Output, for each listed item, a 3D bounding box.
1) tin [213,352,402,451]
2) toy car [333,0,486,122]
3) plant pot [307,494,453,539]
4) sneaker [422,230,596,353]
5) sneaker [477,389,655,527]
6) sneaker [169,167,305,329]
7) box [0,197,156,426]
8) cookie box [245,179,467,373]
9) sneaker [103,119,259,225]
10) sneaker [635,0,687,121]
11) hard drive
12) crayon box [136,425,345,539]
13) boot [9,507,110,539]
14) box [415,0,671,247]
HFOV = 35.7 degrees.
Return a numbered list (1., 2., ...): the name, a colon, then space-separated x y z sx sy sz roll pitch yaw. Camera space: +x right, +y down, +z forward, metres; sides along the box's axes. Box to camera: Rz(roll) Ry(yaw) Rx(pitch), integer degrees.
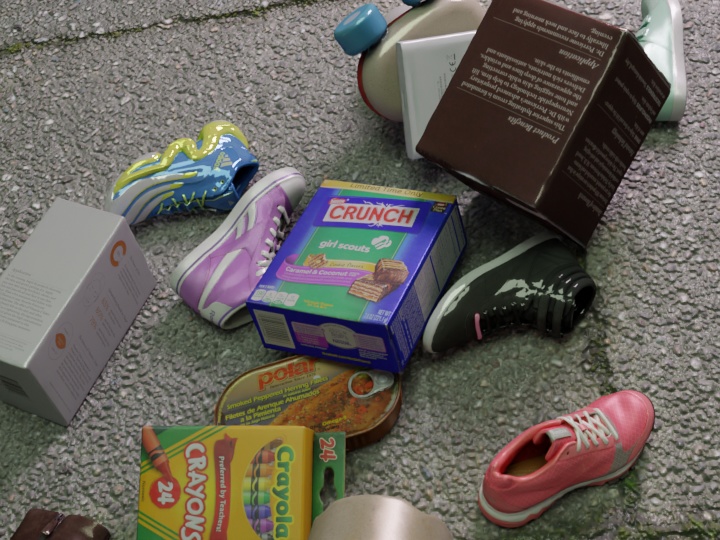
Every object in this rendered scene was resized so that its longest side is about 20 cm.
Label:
1. tin: -0.053 0.141 1.159 0.197 0.042 0.113 -16 58 -1
2. toy car: 0.056 -0.267 1.380 0.176 0.185 0.200 -41 21 -5
3. plant pot: 0.009 0.305 0.953 0.197 0.202 0.185 1 43 11
4. sneaker: 0.162 0.041 1.169 0.199 0.071 0.099 -33 51 -18
5. sneaker: 0.201 0.170 1.061 0.199 0.087 0.074 -30 56 -12
6. sneaker: -0.108 -0.018 1.267 0.114 0.073 0.201 36 78 25
7. box: -0.326 0.043 1.222 0.096 0.125 0.201 16 58 21
8. cookie box: 0.000 0.000 1.196 0.169 0.076 0.201 8 46 26
9. sneaker: -0.206 -0.101 1.335 0.199 0.076 0.105 -39 58 -18
10. sneaker: 0.327 -0.271 1.357 0.116 0.074 0.203 2 57 4
11. hard drive: 0.143 -0.211 1.299 0.197 0.134 0.026 -11 16 -15
12. crayon box: -0.115 0.215 1.082 0.197 0.051 0.129 -2 77 9
13. boot: -0.358 0.309 1.089 0.197 0.073 0.167 4 44 15
14. box: 0.197 -0.164 1.195 0.165 0.164 0.202 31 95 33
